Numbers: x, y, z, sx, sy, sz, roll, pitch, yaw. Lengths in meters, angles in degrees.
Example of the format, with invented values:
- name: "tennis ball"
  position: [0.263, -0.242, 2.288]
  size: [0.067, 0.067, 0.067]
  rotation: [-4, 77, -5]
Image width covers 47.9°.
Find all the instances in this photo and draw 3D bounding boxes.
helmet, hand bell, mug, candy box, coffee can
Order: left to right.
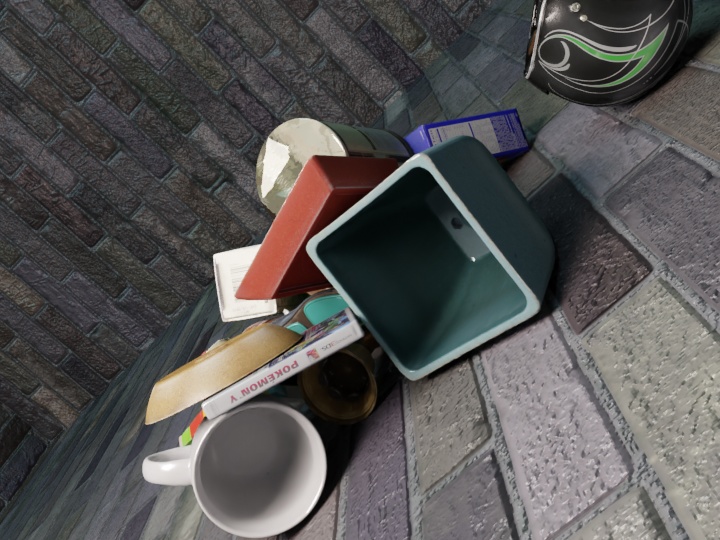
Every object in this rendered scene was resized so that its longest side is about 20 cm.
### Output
- name: "mug"
  position: [-0.152, 0.219, 0.946]
  size: [0.199, 0.149, 0.175]
  rotation: [-5, 0, -14]
- name: "coffee can"
  position: [-0.027, -0.129, 1.115]
  size: [0.146, 0.147, 0.200]
  rotation: [-39, -15, 27]
- name: "hand bell"
  position: [0.004, 0.105, 1.058]
  size: [0.104, 0.104, 0.200]
  rotation: [-39, 3, 28]
- name: "candy box"
  position: [0.133, -0.175, 1.260]
  size: [0.199, 0.077, 0.169]
  rotation: [-16, -6, -34]
- name: "helmet"
  position: [0.315, -0.308, 1.025]
  size: [0.200, 0.190, 0.201]
  rotation: [9, -90, -85]

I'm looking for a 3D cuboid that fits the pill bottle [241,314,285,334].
- name: "pill bottle"
  position: [-0.116, 0.125, 1.259]
  size: [0.112, 0.112, 0.200]
  rotation: [-52, 14, -24]

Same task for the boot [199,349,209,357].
- name: "boot"
  position: [-0.197, 0.181, 1.261]
  size: [0.072, 0.145, 0.200]
  rotation: [-18, -9, -41]

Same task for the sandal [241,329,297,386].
- name: "sandal"
  position: [-0.094, 0.134, 1.079]
  size: [0.075, 0.201, 0.048]
  rotation: [-16, 54, 15]

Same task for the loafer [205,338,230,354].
- name: "loafer"
  position: [-0.194, 0.140, 1.113]
  size: [0.076, 0.068, 0.200]
  rotation: [-52, -12, -21]

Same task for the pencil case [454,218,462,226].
- name: "pencil case"
  position: [0.134, -0.073, 1.134]
  size: [0.200, 0.083, 0.091]
  rotation: [-122, 38, -76]

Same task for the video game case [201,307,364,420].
- name: "video game case"
  position: [-0.083, 0.099, 0.919]
  size: [0.182, 0.023, 0.200]
  rotation: [-29, 2, -2]

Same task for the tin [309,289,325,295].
- name: "tin"
  position: [0.000, 0.000, 1.137]
  size: [0.042, 0.199, 0.112]
  rotation: [79, -148, -54]

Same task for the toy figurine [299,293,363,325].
- name: "toy figurine"
  position: [0.001, -0.004, 1.294]
  size: [0.199, 0.151, 0.184]
  rotation: [-23, 4, 2]

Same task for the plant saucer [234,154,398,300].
- name: "plant saucer"
  position: [-0.039, -0.045, 0.981]
  size: [0.200, 0.037, 0.200]
  rotation: [-10, -44, -58]

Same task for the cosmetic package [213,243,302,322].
- name: "cosmetic package"
  position: [-0.139, 0.019, 1.220]
  size: [0.087, 0.104, 0.200]
  rotation: [-10, -4, 13]

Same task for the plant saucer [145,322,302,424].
- name: "plant saucer"
  position: [-0.161, 0.108, 0.922]
  size: [0.200, 0.036, 0.200]
  rotation: [-28, 2, 1]

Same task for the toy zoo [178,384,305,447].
- name: "toy zoo"
  position: [-0.155, 0.197, 1.105]
  size: [0.200, 0.131, 0.021]
  rotation: [-49, 49, 47]

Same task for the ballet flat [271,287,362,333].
- name: "ballet flat"
  position: [-0.059, 0.062, 1.093]
  size: [0.200, 0.073, 0.073]
  rotation: [-32, 19, 31]

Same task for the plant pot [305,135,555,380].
- name: "plant pot"
  position: [0.101, -0.035, 0.916]
  size: [0.196, 0.197, 0.200]
  rotation: [-36, 4, 38]
